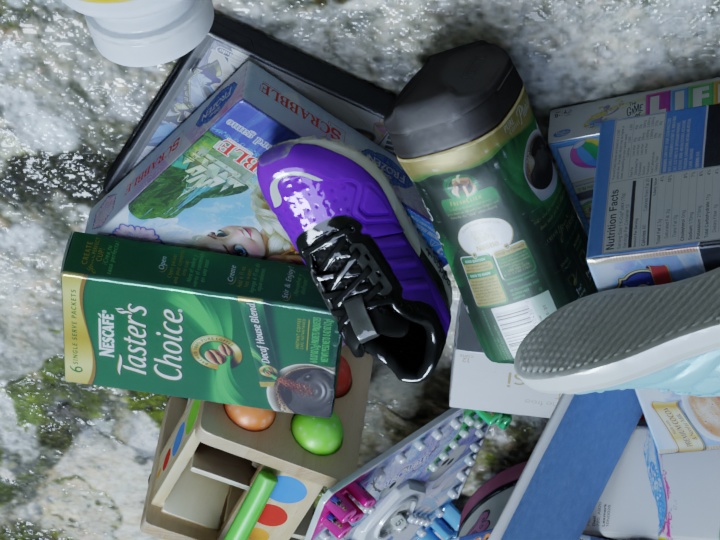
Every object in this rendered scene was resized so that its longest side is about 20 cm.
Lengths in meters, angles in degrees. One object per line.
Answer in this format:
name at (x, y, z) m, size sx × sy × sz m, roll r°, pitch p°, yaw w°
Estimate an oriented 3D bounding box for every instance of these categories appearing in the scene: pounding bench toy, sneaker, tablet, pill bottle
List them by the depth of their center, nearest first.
pill bottle at (-0.149, -0.225, 1.458) m, size 0.111 × 0.113 × 0.201 m, roll -2°, pitch 137°, yaw 11°
sneaker at (0.195, 0.055, 1.482) m, size 0.199 × 0.074 × 0.082 m, roll -14°, pitch 127°, yaw 27°
sneaker at (0.001, 0.000, 1.583) m, size 0.069 × 0.100 × 0.200 m, roll -23°, pitch 129°, yaw 26°
tablet at (0.150, 0.121, 1.640) m, size 0.014 × 0.201 × 0.130 m, roll 23°, pitch 169°, yaw 30°
pounding bench toy at (-0.080, 0.152, 1.786) m, size 0.123 × 0.201 × 0.156 m, roll 20°, pitch 137°, yaw -12°

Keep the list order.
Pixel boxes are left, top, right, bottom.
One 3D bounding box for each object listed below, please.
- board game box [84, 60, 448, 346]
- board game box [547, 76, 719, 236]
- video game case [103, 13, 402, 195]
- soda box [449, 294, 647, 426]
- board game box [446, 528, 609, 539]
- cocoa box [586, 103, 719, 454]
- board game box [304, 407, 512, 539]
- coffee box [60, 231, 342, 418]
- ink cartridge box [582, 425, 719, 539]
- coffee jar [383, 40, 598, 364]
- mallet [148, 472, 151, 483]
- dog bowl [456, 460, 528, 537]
board game box at (-0.059, -0.029, 1.667) m, size 0.199 × 0.041 × 0.199 m, roll 32°, pitch 133°, yaw -22°
board game box at (0.241, -0.068, 1.619) m, size 0.199 × 0.034 × 0.135 m, roll -10°, pitch 134°, yaw 19°
video game case at (-0.054, -0.075, 1.667) m, size 0.199 × 0.026 × 0.181 m, roll 24°, pitch 136°, yaw -16°
soda box at (0.167, 0.067, 1.756) m, size 0.198 × 0.064 × 0.068 m, roll 6°, pitch 138°, yaw 2°
board game box at (0.165, 0.228, 1.772) m, size 0.199 × 0.035 × 0.135 m, roll 15°, pitch 160°, yaw -26°
cocoa box at (0.237, 0.006, 1.574) m, size 0.130 × 0.134 × 0.201 m, roll -8°, pitch 134°, yaw 19°
board game box at (0.027, 0.190, 1.831) m, size 0.026 × 0.199 × 0.201 m, roll 44°, pitch 142°, yaw 21°
coffee box at (-0.111, 0.041, 1.688) m, size 0.198 × 0.044 × 0.123 m, roll 9°, pitch 138°, yaw 1°
ink cartridge box at (0.266, 0.161, 1.713) m, size 0.144 × 0.085 × 0.199 m, roll 14°, pitch 170°, yaw -38°
coffee jar at (0.089, -0.046, 1.582) m, size 0.085 × 0.104 × 0.201 m, roll -14°, pitch 112°, yaw 26°
mallet at (-0.072, 0.187, 1.949) m, size 0.199 × 0.041 × 0.066 m, roll 21°, pitch 134°, yaw -20°
dog bowl at (0.164, 0.219, 1.888) m, size 0.198 × 0.074 × 0.201 m, roll -4°, pitch 139°, yaw -4°
